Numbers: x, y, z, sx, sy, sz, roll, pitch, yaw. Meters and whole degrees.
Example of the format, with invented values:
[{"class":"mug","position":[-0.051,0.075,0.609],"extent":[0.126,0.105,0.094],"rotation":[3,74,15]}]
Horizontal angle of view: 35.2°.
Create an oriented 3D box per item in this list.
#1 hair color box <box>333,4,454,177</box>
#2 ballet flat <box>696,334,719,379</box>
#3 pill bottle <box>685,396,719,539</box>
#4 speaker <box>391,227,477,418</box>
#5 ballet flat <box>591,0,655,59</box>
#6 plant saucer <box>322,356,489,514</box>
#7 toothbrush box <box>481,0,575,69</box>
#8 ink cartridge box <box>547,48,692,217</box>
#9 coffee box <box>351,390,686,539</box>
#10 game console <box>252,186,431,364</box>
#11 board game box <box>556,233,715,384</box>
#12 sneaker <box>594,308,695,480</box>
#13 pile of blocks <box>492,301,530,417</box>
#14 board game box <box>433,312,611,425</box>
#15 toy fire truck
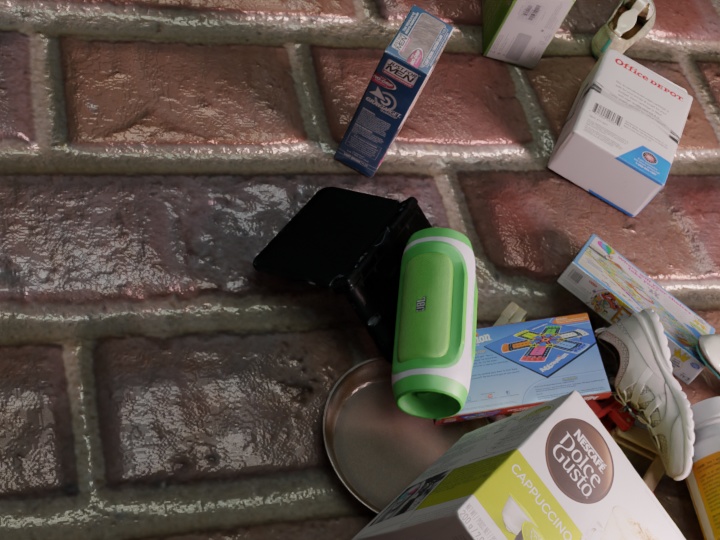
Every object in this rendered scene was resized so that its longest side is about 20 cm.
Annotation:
[{"class":"hair color box","position":[0.039,-0.217,1.400],"extent":[0.060,0.200,0.100],"rotation":[28,52,-1]},{"class":"ballet flat","position":[0.483,0.123,1.382],"extent":[0.200,0.069,0.070],"rotation":[37,45,-33]},{"class":"pill bottle","position":[0.434,0.250,1.297],"extent":[0.111,0.111,0.201],"rotation":[2,57,-20]},{"class":"speaker","position":[0.081,0.056,1.242],"extent":[0.088,0.089,0.201],"rotation":[14,58,-13]},{"class":"ballet flat","position":[0.421,-0.388,1.758],"extent":[0.067,0.062,0.200],"rotation":[35,52,3]},{"class":"plant saucer","position":[0.050,0.187,1.238],"extent":[0.199,0.032,0.201],"rotation":[10,55,-15]},{"class":"toothbrush box","position":[0.241,-0.421,1.656],"extent":[0.086,0.146,0.201],"rotation":[14,54,-12]},{"class":"ink cartridge box","position":[0.365,-0.196,1.590],"extent":[0.146,0.084,0.200],"rotation":[30,51,-1]},{"class":"coffee box","position":[0.155,0.268,1.094],"extent":[0.198,0.200,0.200],"rotation":[-36,90,-35]},{"class":"game console","position":[0.000,0.000,1.334],"extent":[0.176,0.116,0.200],"rotation":[58,39,-16]},{"class":"board game box","position":[0.347,0.044,1.419],"extent":[0.200,0.034,0.134],"rotation":[39,27,7]},{"class":"sneaker","position":[0.325,0.147,1.303],"extent":[0.082,0.075,0.201],"rotation":[-14,64,2]},{"class":"pile of blocks","position":[0.189,0.138,1.303],"extent":[0.082,0.062,0.201],"rotation":[0,60,-1]},{"class":"board game box","position":[0.170,0.109,1.272],"extent":[0.199,0.019,0.103],"rotation":[-8,60,-6]},{"class":"toy fire truck","position":[0.321,0.191,1.332],"extent":[0.200,0.049,0.141],"rotation":[-28,71,-35]}]
